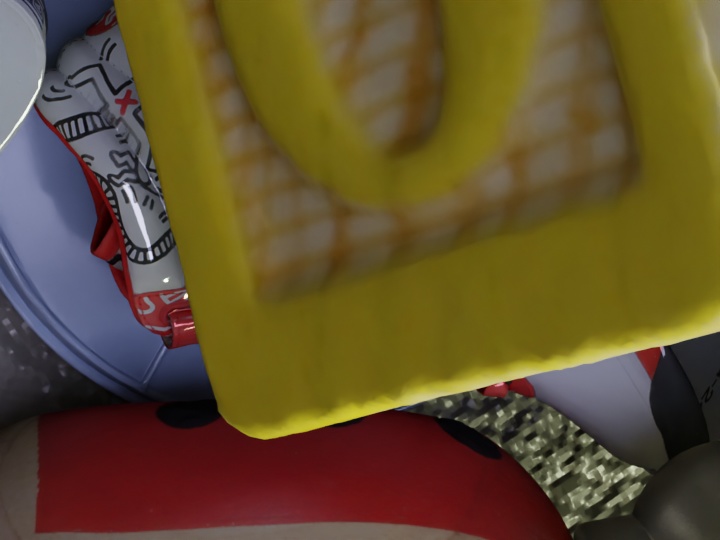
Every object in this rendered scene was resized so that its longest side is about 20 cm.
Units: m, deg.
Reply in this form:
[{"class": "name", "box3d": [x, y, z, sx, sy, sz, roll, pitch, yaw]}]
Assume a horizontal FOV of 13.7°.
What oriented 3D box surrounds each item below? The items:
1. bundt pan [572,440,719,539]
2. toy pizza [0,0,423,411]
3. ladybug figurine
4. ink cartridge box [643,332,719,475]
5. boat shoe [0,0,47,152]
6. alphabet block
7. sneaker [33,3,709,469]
[{"class": "bundt pan", "box3d": [0.112, 0.117, 0.784, 0.201, 0.076, 0.202, -16, 128, -21]}, {"class": "toy pizza", "box3d": [-0.018, -0.052, 0.831, 0.200, 0.032, 0.201, -4, 106, -15]}, {"class": "ladybug figurine", "box3d": [-0.030, 0.077, 0.817, 0.199, 0.136, 0.072, 2, 74, -6]}, {"class": "ink cartridge box", "box3d": [0.196, 0.042, 0.885, 0.200, 0.083, 0.145, 30, 95, -20]}, {"class": "boat shoe", "box3d": [-0.153, -0.020, 0.785, 0.072, 0.066, 0.200, 28, 117, -23]}, {"class": "alphabet block", "box3d": [0.073, -0.083, 0.684, 0.200, 0.196, 0.196, -14, 86, -36]}, {"class": "sneaker", "box3d": [-0.001, -0.001, 0.798, 0.108, 0.067, 0.201, -39, 108, -2]}]
